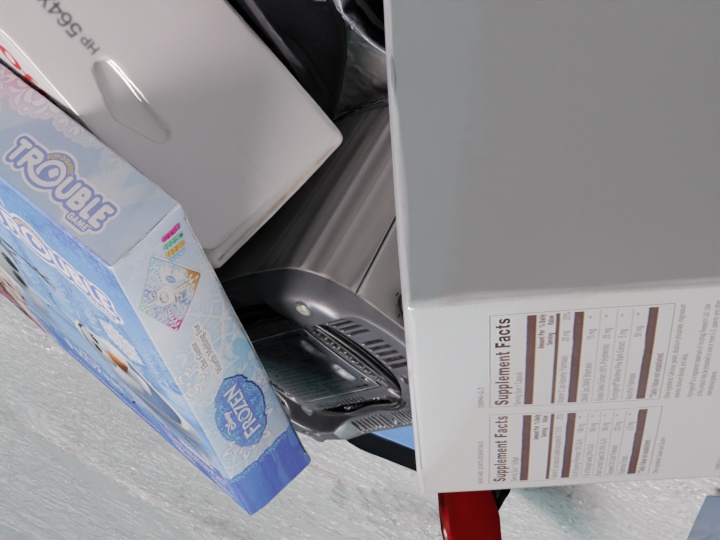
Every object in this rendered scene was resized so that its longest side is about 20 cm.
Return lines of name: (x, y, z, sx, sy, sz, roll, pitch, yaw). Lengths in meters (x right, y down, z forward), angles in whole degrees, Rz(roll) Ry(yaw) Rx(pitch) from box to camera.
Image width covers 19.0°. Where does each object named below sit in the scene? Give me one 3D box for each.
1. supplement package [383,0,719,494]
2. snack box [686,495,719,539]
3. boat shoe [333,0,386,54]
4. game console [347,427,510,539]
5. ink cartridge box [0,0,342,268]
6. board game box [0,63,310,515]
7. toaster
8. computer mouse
supplement package: (0.111, -0.029, 0.686, 0.199, 0.152, 0.151, -4, 153, 1)
snack box: (0.293, 0.204, 1.169, 0.200, 0.068, 0.169, 44, 154, -28)
boat shoe: (0.051, -0.097, 0.796, 0.071, 0.091, 0.200, 4, 146, 47)
game console: (0.021, 0.120, 1.261, 0.172, 0.119, 0.200, 19, 155, 24)
ink cartridge box: (-0.105, -0.076, 0.965, 0.146, 0.084, 0.200, 48, 166, -10)
board game box: (-0.124, -0.006, 0.946, 0.200, 0.043, 0.199, 37, 161, 34)
toaster: (0.000, 0.000, 1.016, 0.114, 0.129, 0.200, 38, 156, -16)
computer mouse: (-0.040, -0.136, 0.869, 0.140, 0.046, 0.200, 27, 157, 54)
